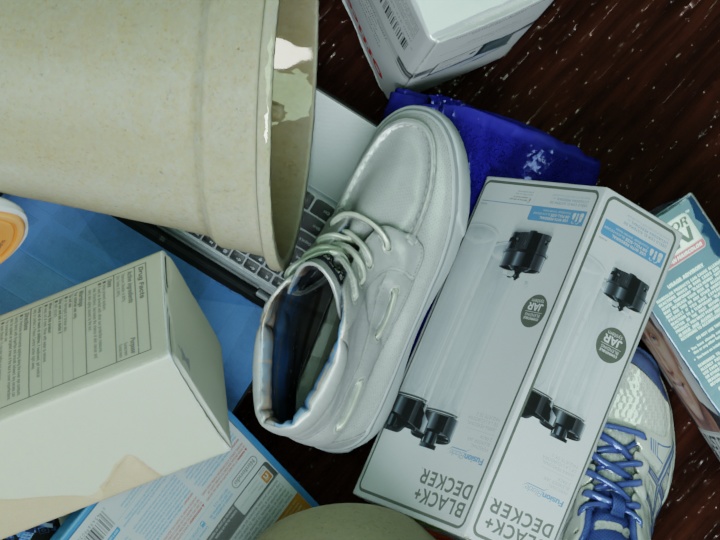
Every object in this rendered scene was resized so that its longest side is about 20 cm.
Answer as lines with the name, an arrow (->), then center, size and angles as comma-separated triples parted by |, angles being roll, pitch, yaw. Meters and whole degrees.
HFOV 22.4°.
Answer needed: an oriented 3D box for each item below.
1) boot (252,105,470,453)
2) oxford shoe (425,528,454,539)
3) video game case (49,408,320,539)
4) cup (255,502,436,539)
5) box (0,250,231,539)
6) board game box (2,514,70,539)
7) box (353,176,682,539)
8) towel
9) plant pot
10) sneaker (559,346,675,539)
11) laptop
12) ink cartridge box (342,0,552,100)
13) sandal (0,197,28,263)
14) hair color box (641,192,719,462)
boot -> 0.000, 0.000, 0.979 | 0.073, 0.096, 0.200 | 13, 86, 22
oxford shoe -> 0.077, 0.171, 1.045 | 0.073, 0.071, 0.200 | 25, 85, -30
video game case -> -0.070, 0.177, 1.000 | 0.200, 0.018, 0.143 | 48, 58, -17
cup -> -0.004, 0.206, 0.930 | 0.200, 0.200, 0.143 | -4, 47, -3
box -> -0.175, 0.076, 0.961 | 0.200, 0.095, 0.078 | -21, 127, 8
board game box -> -0.227, 0.145, 1.025 | 0.200, 0.035, 0.126 | 6, 65, 19
box -> 0.084, 0.053, 0.994 | 0.060, 0.117, 0.200 | 27, 83, -31
towel -> 0.061, 0.006, 1.067 | 0.148, 0.050, 0.200 | 16, 89, -24
plant pot -> -0.124, -0.106, 0.973 | 0.183, 0.200, 0.201 | 4, 87, 5
sneaker -> 0.151, 0.141, 1.068 | 0.075, 0.088, 0.200 | 7, 86, -1
laptop -> -0.110, -0.033, 1.048 | 0.187, 0.116, 0.200 | 32, 104, -1
ink cartridge box -> 0.034, -0.189, 1.023 | 0.086, 0.200, 0.147 | -24, 89, -5
sandal -> -0.269, 0.024, 0.961 | 0.206, 0.079, 0.059 | -20, 64, -12
hair color box -> 0.216, 0.056, 1.068 | 0.060, 0.100, 0.200 | -32, 88, -2
